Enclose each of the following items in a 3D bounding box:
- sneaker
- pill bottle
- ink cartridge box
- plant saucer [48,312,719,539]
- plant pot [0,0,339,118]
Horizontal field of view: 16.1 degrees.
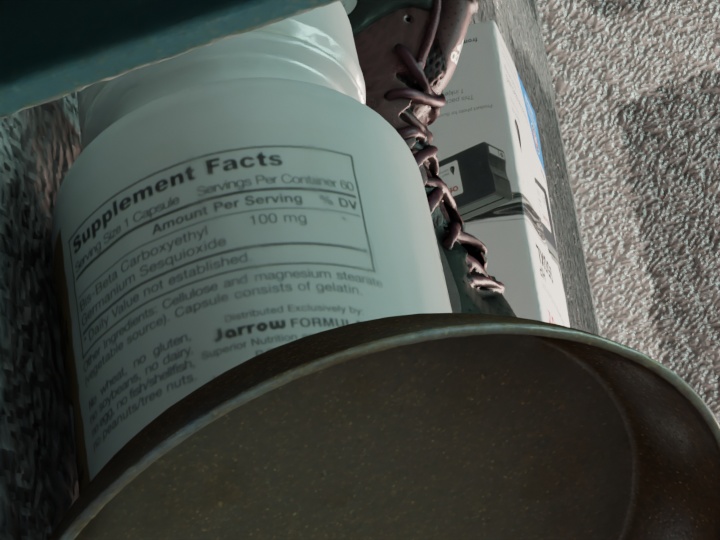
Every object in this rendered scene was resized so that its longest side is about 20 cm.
[{"bbox_3d":[0.021,-0.037,0.859,0.200,0.116,0.076,40,-5,13],"label":"sneaker"},{"bbox_3d":[-0.032,0.009,0.748,0.114,0.114,0.200,66,11,-53],"label":"pill bottle"},{"bbox_3d":[0.066,-0.021,1.481,0.145,0.084,0.201,54,26,-67],"label":"ink cartridge box"},{"bbox_3d":[0.000,0.082,0.649,0.200,0.200,0.035,69,-5,-46],"label":"plant saucer"},{"bbox_3d":[-0.067,-0.187,0.591,0.197,0.195,0.200,69,5,-45],"label":"plant pot"}]
